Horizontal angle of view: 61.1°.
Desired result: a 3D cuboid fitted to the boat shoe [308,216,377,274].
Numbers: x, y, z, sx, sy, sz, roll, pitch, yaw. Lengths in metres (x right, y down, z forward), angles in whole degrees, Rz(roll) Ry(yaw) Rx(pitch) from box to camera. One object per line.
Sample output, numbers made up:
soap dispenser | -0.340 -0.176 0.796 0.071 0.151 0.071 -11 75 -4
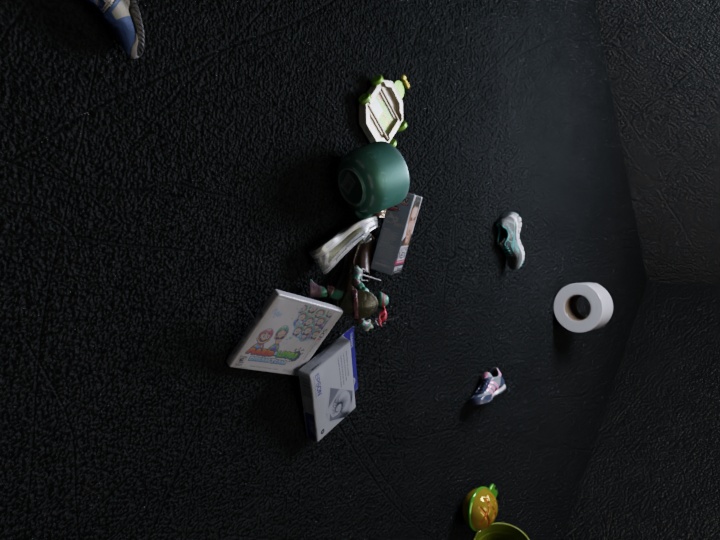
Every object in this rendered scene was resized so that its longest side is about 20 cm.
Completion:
boat shoe | -0.030 -0.064 1.395 0.202 0.074 0.065 -36 103 -39

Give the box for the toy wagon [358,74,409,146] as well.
toy wagon | 0.064 -0.406 1.513 0.155 0.039 0.200 54 53 -40

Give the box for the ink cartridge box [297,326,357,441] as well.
ink cartridge box | -0.056 0.259 1.404 0.200 0.041 0.200 -37 133 -43

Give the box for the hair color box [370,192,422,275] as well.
hair color box | 0.090 -0.094 1.504 0.099 0.060 0.201 -14 120 -73

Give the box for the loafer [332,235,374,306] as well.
loafer | 0.000 0.000 1.451 0.073 0.071 0.201 33 69 -48

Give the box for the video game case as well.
video game case | -0.150 0.133 1.247 0.200 0.024 0.182 20 110 -50

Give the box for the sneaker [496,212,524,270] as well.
sneaker | 0.501 -0.093 2.080 0.091 0.077 0.201 -20 107 -32

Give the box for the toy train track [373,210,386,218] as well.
toy train track | 0.082 -0.188 1.564 0.115 0.032 0.201 -2 94 -51

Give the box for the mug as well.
mug | 0.021 -0.191 1.393 0.114 0.152 0.186 -25 117 -35

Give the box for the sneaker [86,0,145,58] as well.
sneaker | -0.392 -0.423 0.931 0.077 0.076 0.201 -28 118 -21

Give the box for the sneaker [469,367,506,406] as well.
sneaker | 0.412 0.386 2.024 0.200 0.070 0.082 -19 91 -52

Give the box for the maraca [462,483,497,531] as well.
maraca | 0.405 0.780 2.013 0.200 0.107 0.138 1 91 -52

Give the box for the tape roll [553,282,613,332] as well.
tape roll | 0.915 0.150 2.506 0.139 0.202 0.204 0 94 -51

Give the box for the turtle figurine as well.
turtle figurine | -0.012 0.065 1.350 0.101 0.199 0.150 -147 -125 -86

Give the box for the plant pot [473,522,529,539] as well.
plant pot | 0.482 1.013 2.090 0.200 0.200 0.194 -36 133 -43
